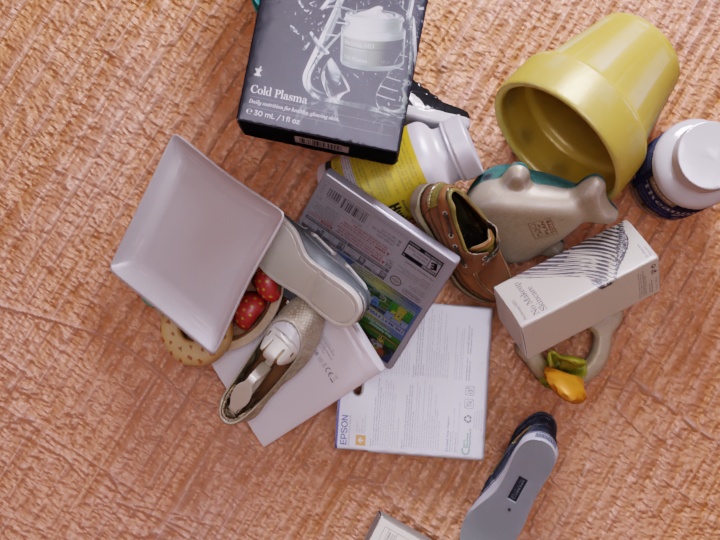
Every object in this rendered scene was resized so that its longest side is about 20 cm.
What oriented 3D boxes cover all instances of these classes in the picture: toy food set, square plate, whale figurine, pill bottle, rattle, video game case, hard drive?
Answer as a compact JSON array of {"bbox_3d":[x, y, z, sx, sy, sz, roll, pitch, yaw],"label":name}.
[{"bbox_3d":[-0.191,0.006,1.624,0.198,0.049,0.200,-30,81,16],"label":"toy food set"},{"bbox_3d":[-0.201,-0.034,1.578,0.197,0.028,0.202,36,106,25],"label":"square plate"},{"bbox_3d":[0.229,-0.088,1.629,0.197,0.105,0.160,-13,130,28],"label":"whale figurine"},{"bbox_3d":[0.415,-0.129,1.612,0.109,0.200,0.113,0,85,-1],"label":"pill bottle"},{"bbox_3d":[0.296,0.064,1.628,0.200,0.143,0.130,-42,82,-1],"label":"rattle"},{"bbox_3d":[0.000,0.000,1.598,0.199,0.022,0.184,34,119,4],"label":"video game case"},{"bbox_3d":[-0.082,0.120,1.629,0.199,0.027,0.133,-34,88,22],"label":"hard drive"},{"bbox_3d":[0.052,-0.122,1.631,0.198,0.111,0.113,-24,87,10],"label":"pill bottle"}]

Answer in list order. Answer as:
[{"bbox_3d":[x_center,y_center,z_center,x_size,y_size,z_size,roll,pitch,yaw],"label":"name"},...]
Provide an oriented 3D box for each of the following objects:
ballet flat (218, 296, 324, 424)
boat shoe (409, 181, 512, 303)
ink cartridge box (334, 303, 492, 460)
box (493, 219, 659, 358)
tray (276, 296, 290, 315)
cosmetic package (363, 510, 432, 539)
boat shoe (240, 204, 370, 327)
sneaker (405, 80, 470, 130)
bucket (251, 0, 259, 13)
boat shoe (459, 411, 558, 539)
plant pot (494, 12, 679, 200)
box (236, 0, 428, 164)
[{"bbox_3d":[-0.112,0.119,1.592,0.067,0.062,0.201,37,109,11],"label":"ballet flat"},{"bbox_3d":[0.139,-0.028,1.581,0.200,0.067,0.073,46,61,-32],"label":"boat shoe"},{"bbox_3d":[0.069,0.140,1.666,0.196,0.043,0.200,4,88,1],"label":"ink cartridge box"},{"bbox_3d":[0.273,0.023,1.604,0.198,0.069,0.083,-27,49,-8],"label":"box"},{"bbox_3d":[-0.119,0.012,1.674,0.098,0.037,0.201,-37,87,-3],"label":"tray"},{"bbox_3d":[0.087,0.403,1.632,0.198,0.073,0.104,30,86,1],"label":"cosmetic package"},{"bbox_3d":[-0.066,-0.011,1.567,0.200,0.062,0.073,43,119,11],"label":"boat shoe"},{"bbox_3d":[0.056,-0.252,1.677,0.197,0.073,0.114,11,83,-2],"label":"sneaker"},{"bbox_3d":[-0.053,-0.387,1.653,0.203,0.135,0.211,0,86,-2],"label":"bucket"},{"bbox_3d":[0.198,0.279,1.650,0.070,0.091,0.202,31,113,2],"label":"boat shoe"},{"bbox_3d":[0.304,-0.222,1.629,0.201,0.201,0.189,43,72,2],"label":"plant pot"},{"bbox_3d":[-0.032,-0.248,1.520,0.197,0.124,0.200,11,87,-1],"label":"box"}]
